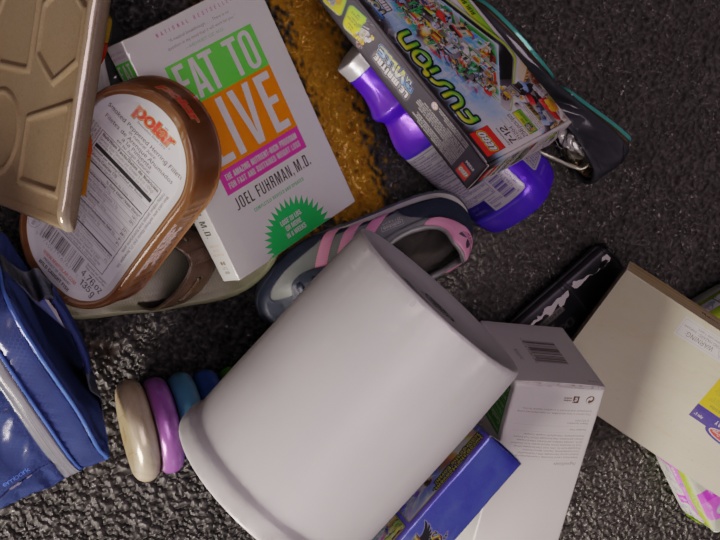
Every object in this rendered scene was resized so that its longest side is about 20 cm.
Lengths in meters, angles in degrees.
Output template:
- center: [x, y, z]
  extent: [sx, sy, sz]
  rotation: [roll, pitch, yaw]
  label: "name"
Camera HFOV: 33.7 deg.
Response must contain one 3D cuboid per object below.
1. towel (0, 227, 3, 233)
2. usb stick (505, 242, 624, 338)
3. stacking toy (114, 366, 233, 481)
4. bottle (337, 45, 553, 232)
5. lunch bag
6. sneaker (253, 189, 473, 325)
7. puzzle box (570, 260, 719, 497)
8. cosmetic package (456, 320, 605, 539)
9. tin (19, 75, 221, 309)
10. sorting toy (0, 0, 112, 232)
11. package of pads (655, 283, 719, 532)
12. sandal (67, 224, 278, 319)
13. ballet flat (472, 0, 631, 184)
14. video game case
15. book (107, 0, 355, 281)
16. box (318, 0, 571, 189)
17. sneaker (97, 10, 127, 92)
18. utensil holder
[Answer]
- center: [-0.408, -0.037, 0.909]
  extent: [0.192, 0.035, 0.200]
  rotation: [-40, 108, 6]
  label: "towel"
- center: [0.159, 0.055, 1.072]
  extent: [0.200, 0.033, 0.056]
  rotation: [-41, 113, -4]
  label: "usb stick"
- center: [-0.100, 0.112, 1.000]
  extent: [0.199, 0.085, 0.086]
  rotation: [-12, 102, -19]
  label: "stacking toy"
- center: [0.069, -0.118, 0.993]
  extent: [0.200, 0.083, 0.065]
  rotation: [40, 48, -16]
  label: "bottle"
- center: [-0.273, 0.068, 0.892]
  extent: [0.132, 0.136, 0.200]
  rotation: [-26, 127, -6]
  label: "lunch bag"
- center: [0.000, 0.000, 0.980]
  extent: [0.200, 0.082, 0.070]
  rotation: [-28, 114, 9]
  label: "sneaker"
- center: [0.278, 0.099, 1.030]
  extent: [0.200, 0.025, 0.133]
  rotation: [34, 118, 3]
  label: "puzzle box"
- center: [0.131, 0.157, 1.018]
  extent: [0.084, 0.108, 0.201]
  rotation: [6, 113, -16]
  label: "cosmetic package"
- center: [-0.182, -0.054, 0.885]
  extent: [0.112, 0.042, 0.200]
  rotation: [43, 119, 4]
  label: "tin"
- center: [-0.230, -0.134, 0.862]
  extent: [0.036, 0.200, 0.186]
  rotation: [5, 99, -38]
  label: "sorting toy"
- center: [0.335, 0.124, 1.108]
  extent: [0.154, 0.068, 0.201]
  rotation: [-28, 102, -8]
  label: "package of pads"
- center: [-0.158, 0.000, 0.969]
  extent: [0.200, 0.057, 0.080]
  rotation: [-17, 103, -11]
  label: "sandal"
- center: [0.148, -0.144, 1.017]
  extent: [0.200, 0.073, 0.073]
  rotation: [39, 89, -19]
  label: "ballet flat"
- center: [0.014, 0.185, 0.978]
  extent: [0.200, 0.181, 0.045]
  rotation: [-48, 116, -2]
  label: "video game case"
- center: [-0.100, -0.111, 0.942]
  extent: [0.134, 0.048, 0.201]
  rotation: [-37, 109, -35]
  label: "book"
- center: [0.066, -0.167, 0.942]
  extent: [0.110, 0.035, 0.200]
  rotation: [-30, 78, -39]
  label: "box"
- center: [-0.184, -0.131, 0.944]
  extent: [0.084, 0.074, 0.201]
  rotation: [-21, 100, -35]
  label: "sneaker"
- center: [-0.006, 0.095, 0.880]
  extent: [0.170, 0.170, 0.200]
  rotation: [40, 98, -17]
  label: "utensil holder"
